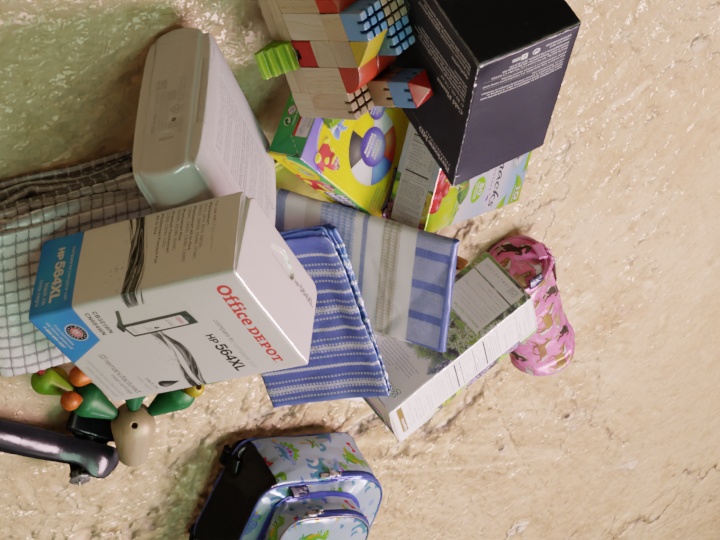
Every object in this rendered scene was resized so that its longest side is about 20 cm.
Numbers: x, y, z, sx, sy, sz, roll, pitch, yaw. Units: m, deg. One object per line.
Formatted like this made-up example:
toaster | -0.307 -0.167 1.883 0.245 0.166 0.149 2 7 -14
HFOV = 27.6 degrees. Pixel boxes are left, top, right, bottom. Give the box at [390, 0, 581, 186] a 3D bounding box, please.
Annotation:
box | 0.084 -0.215 1.286 0.103 0.201 0.183 -24 156 -17

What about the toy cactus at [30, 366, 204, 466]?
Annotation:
toy cactus | -0.232 0.121 1.470 0.198 0.103 0.167 -10 130 -22

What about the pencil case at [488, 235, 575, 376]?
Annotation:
pencil case | 0.204 0.046 1.762 0.083 0.086 0.201 -60 149 -26

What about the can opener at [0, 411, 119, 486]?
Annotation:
can opener | -0.324 0.173 1.488 0.198 0.080 0.063 14 157 -42

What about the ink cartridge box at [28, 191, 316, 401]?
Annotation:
ink cartridge box | -0.156 0.027 1.245 0.198 0.085 0.146 -12 140 21

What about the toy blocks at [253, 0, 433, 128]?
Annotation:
toy blocks | -0.015 -0.208 1.252 0.100 0.136 0.202 -40 122 -33

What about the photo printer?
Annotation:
photo printer | -0.131 -0.088 1.303 0.069 0.168 0.201 -9 144 14

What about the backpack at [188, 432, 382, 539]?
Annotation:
backpack | -0.071 0.291 1.723 0.198 0.147 0.184 -5 133 -39

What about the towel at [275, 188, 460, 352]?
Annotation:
towel | 0.000 0.000 1.459 0.024 0.198 0.148 -57 157 -48

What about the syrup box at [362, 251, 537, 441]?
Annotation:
syrup box | 0.088 0.081 1.566 0.199 0.079 0.082 -39 151 -10

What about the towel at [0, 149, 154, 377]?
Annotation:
towel | -0.263 -0.011 1.330 0.198 0.086 0.167 -19 131 -29

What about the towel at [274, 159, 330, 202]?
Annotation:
towel | -0.058 -0.051 1.511 0.086 0.018 0.201 -32 140 -18

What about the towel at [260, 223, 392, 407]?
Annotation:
towel | -0.060 0.050 1.479 0.143 0.024 0.202 -8 117 25

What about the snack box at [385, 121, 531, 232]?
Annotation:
snack box | 0.112 -0.126 1.475 0.199 0.053 0.144 -21 132 -54

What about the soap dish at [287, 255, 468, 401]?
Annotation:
soap dish | 0.012 0.046 1.590 0.201 0.081 0.157 -53 150 15

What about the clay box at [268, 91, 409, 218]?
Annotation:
clay box | 0.000 -0.120 1.427 0.200 0.047 0.116 34 72 -50
